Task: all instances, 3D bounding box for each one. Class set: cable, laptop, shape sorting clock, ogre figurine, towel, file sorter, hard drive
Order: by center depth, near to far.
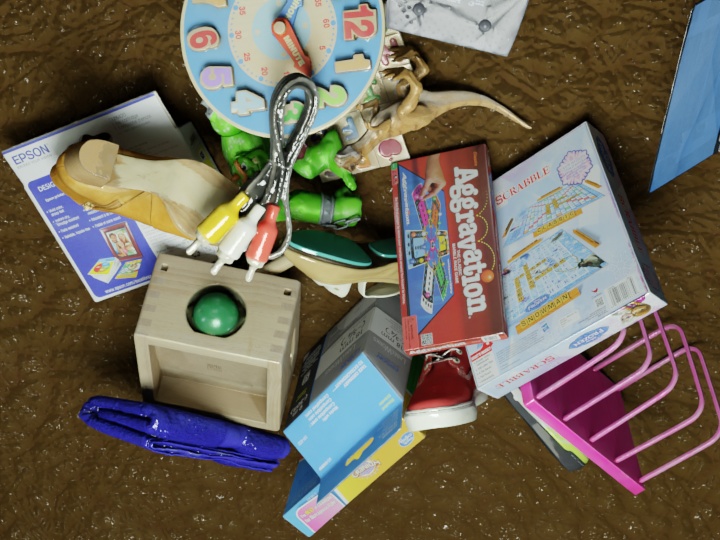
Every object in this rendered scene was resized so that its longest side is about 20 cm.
[{"bbox_3d":[0.100,-0.305,1.305,0.133,0.043,0.202,13,123,1],"label":"hard drive"},{"bbox_3d":[0.376,-0.162,1.306,0.197,0.116,0.189,9,124,3],"label":"laptop"},{"bbox_3d":[-0.078,-0.080,1.331,0.096,0.050,0.201,24,110,-27],"label":"cable"},{"bbox_3d":[-0.074,-0.225,1.342,0.197,0.039,0.203,0,91,5],"label":"shape sorting clock"},{"bbox_3d":[-0.078,-0.122,1.419,0.118,0.099,0.201,-20,134,1],"label":"ogre figurine"},{"bbox_3d":[0.261,0.101,1.452,0.125,0.140,0.199,-34,127,25],"label":"file sorter"},{"bbox_3d":[-0.193,0.183,1.574,0.146,0.050,0.199,1,166,46],"label":"towel"}]

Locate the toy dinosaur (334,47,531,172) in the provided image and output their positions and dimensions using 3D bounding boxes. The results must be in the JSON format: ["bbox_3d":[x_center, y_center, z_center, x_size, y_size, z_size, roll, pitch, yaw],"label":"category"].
[{"bbox_3d":[0.058,-0.161,1.396,0.197,0.061,0.107,-21,125,-6],"label":"toy dinosaur"}]

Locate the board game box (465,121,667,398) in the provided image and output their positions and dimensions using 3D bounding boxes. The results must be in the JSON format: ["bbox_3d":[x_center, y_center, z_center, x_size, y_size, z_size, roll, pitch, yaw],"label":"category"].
[{"bbox_3d":[0.176,-0.010,1.395,0.199,0.202,0.041,-31,145,26],"label":"board game box"}]

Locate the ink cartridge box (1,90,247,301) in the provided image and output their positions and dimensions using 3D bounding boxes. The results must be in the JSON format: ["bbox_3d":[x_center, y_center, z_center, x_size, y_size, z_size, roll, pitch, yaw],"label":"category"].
[{"bbox_3d":[-0.243,-0.081,1.507,0.195,0.047,0.202,-17,116,21],"label":"ink cartridge box"}]

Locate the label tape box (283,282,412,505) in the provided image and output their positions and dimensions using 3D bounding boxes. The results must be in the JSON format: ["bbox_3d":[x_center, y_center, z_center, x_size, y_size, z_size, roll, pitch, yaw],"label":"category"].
[{"bbox_3d":[-0.012,0.124,1.503,0.063,0.201,0.144,36,121,-14],"label":"label tape box"}]

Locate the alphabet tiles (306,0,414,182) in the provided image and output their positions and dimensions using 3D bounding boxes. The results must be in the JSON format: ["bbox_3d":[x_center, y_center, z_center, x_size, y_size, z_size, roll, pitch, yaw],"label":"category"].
[{"bbox_3d":[-0.027,-0.185,1.425,0.164,0.006,0.202,-13,119,17],"label":"alphabet tiles"}]

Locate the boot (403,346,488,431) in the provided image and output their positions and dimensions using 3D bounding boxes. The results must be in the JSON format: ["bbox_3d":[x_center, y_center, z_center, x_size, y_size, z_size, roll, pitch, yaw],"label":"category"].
[{"bbox_3d":[0.080,0.077,1.438,0.071,0.200,0.147,-6,97,15],"label":"boot"}]

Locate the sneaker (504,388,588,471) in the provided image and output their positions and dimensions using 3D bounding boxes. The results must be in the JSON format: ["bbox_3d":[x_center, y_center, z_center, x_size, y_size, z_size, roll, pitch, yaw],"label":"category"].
[{"bbox_3d":[0.203,0.129,1.565,0.083,0.072,0.200,-40,110,-1],"label":"sneaker"}]

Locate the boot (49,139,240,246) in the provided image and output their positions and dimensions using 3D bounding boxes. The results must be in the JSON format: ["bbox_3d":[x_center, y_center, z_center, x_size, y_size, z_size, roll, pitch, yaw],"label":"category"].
[{"bbox_3d":[-0.205,-0.074,1.416,0.199,0.072,0.144,24,168,-17],"label":"boot"}]

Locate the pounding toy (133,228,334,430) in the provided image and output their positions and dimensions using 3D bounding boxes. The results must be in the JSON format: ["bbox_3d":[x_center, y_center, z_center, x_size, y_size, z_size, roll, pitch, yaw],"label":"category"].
[{"bbox_3d":[-0.131,0.052,1.517,0.181,0.144,0.201,11,148,2],"label":"pounding toy"}]

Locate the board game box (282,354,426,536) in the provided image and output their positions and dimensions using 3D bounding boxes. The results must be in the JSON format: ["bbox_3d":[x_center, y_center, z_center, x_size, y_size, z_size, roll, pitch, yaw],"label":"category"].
[{"bbox_3d":[0.003,0.178,1.564,0.040,0.154,0.200,37,120,-14],"label":"board game box"}]

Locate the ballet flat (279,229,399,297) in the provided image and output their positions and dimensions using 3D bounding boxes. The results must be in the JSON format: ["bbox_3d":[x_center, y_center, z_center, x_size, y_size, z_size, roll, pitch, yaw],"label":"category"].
[{"bbox_3d":[0.000,0.000,1.449,0.198,0.069,0.064,2,119,-35],"label":"ballet flat"}]

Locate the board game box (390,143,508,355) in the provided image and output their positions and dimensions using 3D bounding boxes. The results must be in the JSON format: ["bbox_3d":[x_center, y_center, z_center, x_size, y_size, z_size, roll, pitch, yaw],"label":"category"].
[{"bbox_3d":[0.086,-0.022,1.411,0.101,0.203,0.019,-10,156,15],"label":"board game box"}]
